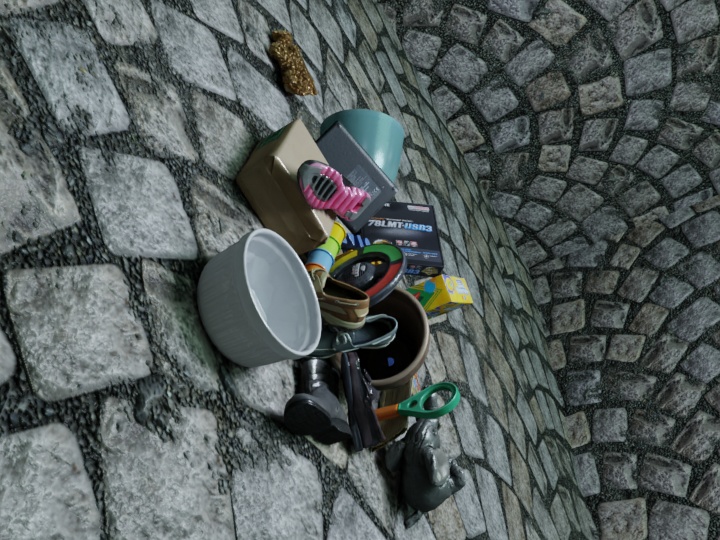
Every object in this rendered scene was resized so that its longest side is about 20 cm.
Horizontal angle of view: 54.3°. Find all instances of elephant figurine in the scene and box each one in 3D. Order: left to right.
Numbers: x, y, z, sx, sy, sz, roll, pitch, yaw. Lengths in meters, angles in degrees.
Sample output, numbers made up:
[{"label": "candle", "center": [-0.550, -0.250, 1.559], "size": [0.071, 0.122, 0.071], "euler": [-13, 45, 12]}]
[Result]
[{"label": "elephant figurine", "center": [0.115, 0.353, 1.345], "size": [0.156, 0.140, 0.201], "euler": [-109, 179, -54]}]

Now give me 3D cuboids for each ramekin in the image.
[{"label": "ramekin", "center": [-0.154, 0.048, 1.050], "size": [0.201, 0.104, 0.201], "euler": [52, 25, -36]}]

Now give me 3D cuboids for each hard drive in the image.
[{"label": "hard drive", "center": [-0.032, -0.199, 1.501], "size": [0.200, 0.139, 0.033], "euler": [47, -2, -16]}]

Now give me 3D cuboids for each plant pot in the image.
[{"label": "plant pot", "center": [-0.001, -0.246, 1.615], "size": [0.200, 0.199, 0.163], "euler": [34, 54, -55]}, {"label": "plant pot", "center": [0.046, 0.150, 1.357], "size": [0.175, 0.198, 0.202], "euler": [64, 13, -60]}]

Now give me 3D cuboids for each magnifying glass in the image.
[{"label": "magnifying glass", "center": [0.091, 0.254, 1.308], "size": [0.023, 0.198, 0.080], "euler": [59, 26, -22]}]

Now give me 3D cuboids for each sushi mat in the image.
[{"label": "sushi mat", "center": [0.066, 0.268, 1.386], "size": [0.012, 0.095, 0.200], "euler": [45, 26, -15]}]

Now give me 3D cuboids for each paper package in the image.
[{"label": "paper package", "center": [-0.128, -0.159, 1.329], "size": [0.191, 0.103, 0.201], "euler": [58, 23, -23]}]

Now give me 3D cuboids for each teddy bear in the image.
[{"label": "teddy bear", "center": [-0.162, -0.477, 1.640], "size": [0.202, 0.066, 0.145], "euler": [67, 10, 17]}]

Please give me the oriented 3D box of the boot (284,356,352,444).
[{"label": "boot", "center": [-0.080, 0.200, 1.148], "size": [0.200, 0.069, 0.133], "euler": [57, 16, -59]}]

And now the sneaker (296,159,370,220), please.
[{"label": "sneaker", "center": [-0.063, -0.158, 1.270], "size": [0.096, 0.079, 0.200], "euler": [53, 12, 28]}]

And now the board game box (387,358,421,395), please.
[{"label": "board game box", "center": [0.093, 0.198, 1.578], "size": [0.136, 0.034, 0.202], "euler": [53, 23, -55]}]

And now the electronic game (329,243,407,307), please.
[{"label": "electronic game", "center": [-0.005, 0.014, 1.316], "size": [0.201, 0.198, 0.042], "euler": [-79, 146, -56]}]

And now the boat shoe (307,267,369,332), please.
[{"label": "boat shoe", "center": [-0.075, 0.029, 1.177], "size": [0.198, 0.074, 0.076], "euler": [22, 34, -4]}]

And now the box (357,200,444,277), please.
[{"label": "box", "center": [0.091, -0.082, 1.690], "size": [0.050, 0.198, 0.200], "euler": [110, -18, -50]}]

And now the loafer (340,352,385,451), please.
[{"label": "loafer", "center": [0.005, 0.225, 1.225], "size": [0.072, 0.062, 0.202], "euler": [-113, -165, -62]}]

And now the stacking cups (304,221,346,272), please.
[{"label": "stacking cups", "center": [-0.076, -0.007, 1.329], "size": [0.061, 0.060, 0.201], "euler": [53, 36, -33]}]

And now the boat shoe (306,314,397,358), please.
[{"label": "boat shoe", "center": [-0.028, 0.106, 1.214], "size": [0.198, 0.062, 0.074], "euler": [-2, 68, -22]}]

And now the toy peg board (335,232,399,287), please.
[{"label": "toy peg board", "center": [0.000, 0.000, 1.488], "size": [0.200, 0.097, 0.201], "euler": [7, 62, -67]}]

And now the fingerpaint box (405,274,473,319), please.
[{"label": "fingerpaint box", "center": [0.168, 0.077, 1.728], "size": [0.200, 0.166, 0.074], "euler": [9, 60, -67]}]
